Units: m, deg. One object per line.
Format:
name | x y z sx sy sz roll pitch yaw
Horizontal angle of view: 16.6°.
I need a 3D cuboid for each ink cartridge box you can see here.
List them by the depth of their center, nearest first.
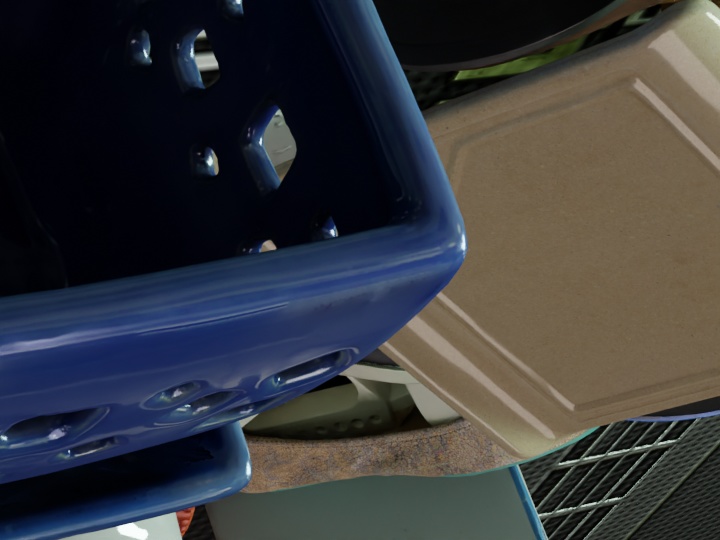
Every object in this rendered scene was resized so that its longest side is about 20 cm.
ink cartridge box | 0.020 0.147 1.206 0.144 0.148 0.200 -22 156 1

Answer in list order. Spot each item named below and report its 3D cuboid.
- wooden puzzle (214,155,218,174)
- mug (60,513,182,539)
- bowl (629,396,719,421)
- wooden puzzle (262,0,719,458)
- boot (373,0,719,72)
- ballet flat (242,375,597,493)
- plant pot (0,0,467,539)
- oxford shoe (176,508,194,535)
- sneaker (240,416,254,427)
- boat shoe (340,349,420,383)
wooden puzzle | -0.167 0.002 0.880 0.184 0.047 0.200 1 142 -42
mug | -0.139 0.078 0.820 0.149 0.154 0.187 2 143 -43
bowl | 0.157 0.001 1.096 0.199 0.040 0.201 -8 145 -6
wooden puzzle | 0.087 -0.011 0.885 0.199 0.037 0.185 -22 134 35
boot | 0.103 -0.105 0.894 0.187 0.069 0.200 -32 163 7
ballet flat | 0.014 0.054 1.068 0.198 0.068 0.067 -14 131 21
plant pot | -0.116 -0.027 0.667 0.199 0.201 0.180 -11 155 -27
oxford shoe | -0.115 0.103 1.119 0.071 0.073 0.201 8 132 -10
sneaker | -0.106 0.090 1.004 0.199 0.081 0.075 -33 145 13
boat shoe | 0.000 0.000 0.980 0.199 0.073 0.063 -3 131 -48
